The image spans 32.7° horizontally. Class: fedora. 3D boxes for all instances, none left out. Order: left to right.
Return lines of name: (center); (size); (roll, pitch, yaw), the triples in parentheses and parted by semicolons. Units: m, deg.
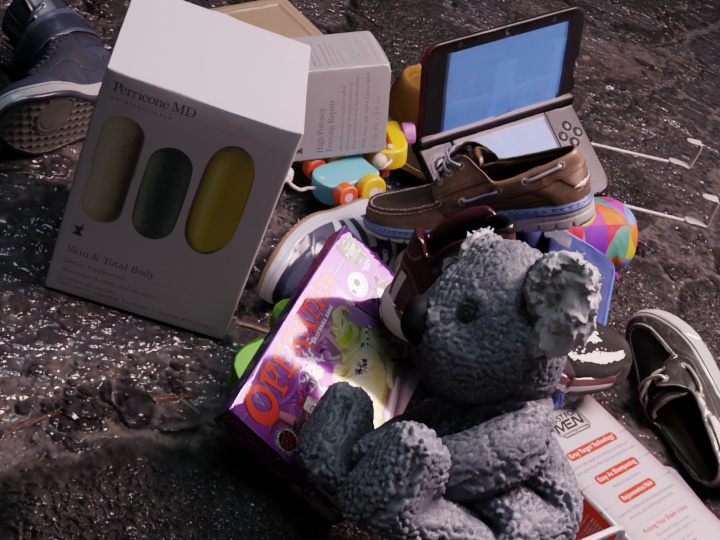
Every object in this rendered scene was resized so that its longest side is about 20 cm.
fedora: (0.088, -0.168, 1.352); (0.199, 0.082, 0.202); (18, 34, -13)

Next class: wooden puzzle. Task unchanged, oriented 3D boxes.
wooden puzzle: (-0.120, -0.231, 1.307); (0.183, 0.038, 0.200); (-16, 41, -30)

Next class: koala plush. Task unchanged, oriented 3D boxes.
koala plush: (0.080, 0.072, 0.796); (0.182, 0.202, 0.177); (18, -1, -18)

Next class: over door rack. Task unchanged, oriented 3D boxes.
over door rack: (0.294, -0.093, 1.392); (0.197, 0.067, 0.148); (3, 34, 3)

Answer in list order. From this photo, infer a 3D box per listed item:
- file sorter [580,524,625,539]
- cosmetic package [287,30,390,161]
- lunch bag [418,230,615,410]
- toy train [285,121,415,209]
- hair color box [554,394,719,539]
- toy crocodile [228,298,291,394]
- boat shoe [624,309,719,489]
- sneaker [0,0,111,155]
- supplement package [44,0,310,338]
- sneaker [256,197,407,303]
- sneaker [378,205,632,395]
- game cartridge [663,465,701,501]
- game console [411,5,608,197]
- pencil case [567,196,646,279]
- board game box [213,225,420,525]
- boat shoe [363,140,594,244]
file sorter: (0.163, 0.276, 0.751); (0.138, 0.125, 0.200); (-8, 45, -42)
cosmetic package: (-0.076, -0.160, 1.161); (0.198, 0.103, 0.074); (-10, 40, -14)
lunch bag: (0.135, 0.036, 1.057); (0.135, 0.133, 0.200); (26, 32, 1)
toy train: (-0.027, -0.113, 1.234); (0.148, 0.056, 0.201); (11, 38, 11)
hair color box: (0.196, 0.189, 0.890); (0.101, 0.062, 0.200); (-14, 51, -45)
toy crocodile: (-0.024, 0.059, 0.976); (0.199, 0.068, 0.062); (-14, 53, -42)
boat shoe: (0.290, 0.111, 1.117); (0.063, 0.071, 0.201); (4, 41, -32)
sneaker: (-0.295, -0.183, 1.102); (0.146, 0.077, 0.202); (46, 26, 9)
supplement package: (-0.143, -0.085, 0.970); (0.150, 0.201, 0.151); (17, 33, -12)
sneaker: (0.000, 0.000, 1.072); (0.108, 0.071, 0.200); (34, 30, 16)
sneaker: (0.119, 0.018, 0.904); (0.198, 0.116, 0.076); (13, 36, -4)
game cartridge: (0.208, 0.212, 0.954); (0.198, 0.042, 0.134); (-3, 47, -37)
game console: (0.164, -0.149, 1.253); (0.198, 0.119, 0.174); (-19, 76, -22)
pencil case: (0.194, -0.029, 1.236); (0.198, 0.089, 0.089); (-2, 42, -36)
board game box: (-0.016, 0.073, 0.913); (0.120, 0.032, 0.201); (40, 48, -11)
boat shoe: (0.096, -0.072, 1.042); (0.197, 0.073, 0.072); (-7, 25, 9)
